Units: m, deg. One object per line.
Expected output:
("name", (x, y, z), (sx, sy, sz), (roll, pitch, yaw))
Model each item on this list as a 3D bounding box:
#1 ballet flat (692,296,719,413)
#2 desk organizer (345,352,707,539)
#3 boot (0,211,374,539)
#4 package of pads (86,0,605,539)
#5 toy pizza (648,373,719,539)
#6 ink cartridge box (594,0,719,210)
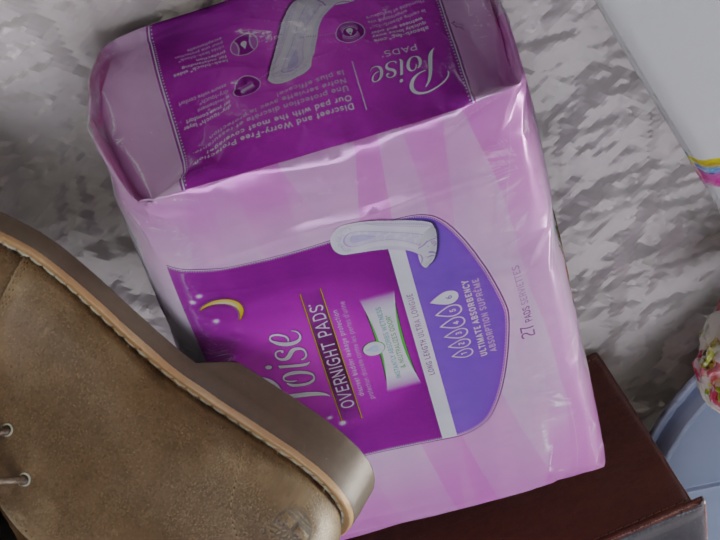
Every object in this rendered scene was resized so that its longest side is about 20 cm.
("ballet flat", (0.186, -0.025, 0.947), (0.200, 0.076, 0.064), (-30, 135, 2))
("desk organizer", (0.011, 0.109, 1.004), (0.199, 0.077, 0.072), (-22, 139, -10))
("boot", (-0.097, 0.040, 0.850), (0.200, 0.076, 0.074), (31, 154, -2))
("package of pads", (0.000, 0.000, 0.898), (0.120, 0.076, 0.200), (-17, 141, 0))
("toy pizza", (0.188, 0.050, 1.065), (0.199, 0.032, 0.201), (-12, 141, -9))
("ink cartridge box", (0.145, -0.089, 0.837), (0.144, 0.085, 0.200), (-26, 142, 11))
